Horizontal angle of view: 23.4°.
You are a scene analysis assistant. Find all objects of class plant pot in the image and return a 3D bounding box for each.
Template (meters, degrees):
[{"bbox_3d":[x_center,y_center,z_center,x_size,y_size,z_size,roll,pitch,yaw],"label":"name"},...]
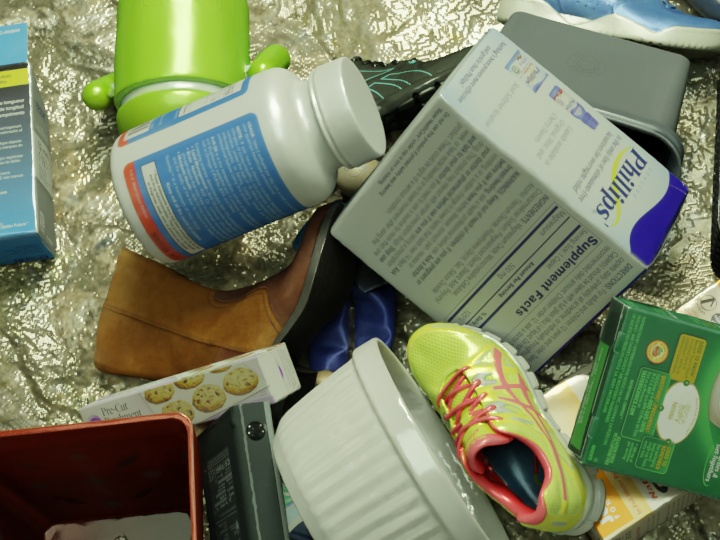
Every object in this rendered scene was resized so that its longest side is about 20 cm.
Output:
[{"bbox_3d":[-0.203,0.235,1.315,0.198,0.176,0.202,-6,71,5],"label":"plant pot"}]

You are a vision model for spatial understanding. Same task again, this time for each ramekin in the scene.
[{"bbox_3d":[0.021,0.160,1.258,0.105,0.200,0.201,-32,70,5],"label":"ramekin"}]

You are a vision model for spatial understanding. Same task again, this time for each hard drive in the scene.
[{"bbox_3d":[-0.084,0.212,1.316,0.033,0.140,0.202,-5,76,-19],"label":"hard drive"}]

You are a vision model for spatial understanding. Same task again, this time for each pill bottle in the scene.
[{"bbox_3d":[-0.085,-0.090,1.360,0.198,0.112,0.113,-21,69,16],"label":"pill bottle"}]

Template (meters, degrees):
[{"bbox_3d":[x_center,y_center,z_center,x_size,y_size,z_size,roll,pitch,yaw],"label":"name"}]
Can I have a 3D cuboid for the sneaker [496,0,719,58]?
[{"bbox_3d":[0.220,-0.246,1.465,0.198,0.077,0.112,12,91,18],"label":"sneaker"}]

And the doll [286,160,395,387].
[{"bbox_3d":[0.000,0.000,1.433,0.135,0.048,0.202,-6,71,19],"label":"doll"}]

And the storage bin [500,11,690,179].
[{"bbox_3d":[0.174,-0.118,1.416,0.198,0.146,0.135,18,47,13],"label":"storage bin"}]

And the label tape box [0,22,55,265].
[{"bbox_3d":[-0.343,-0.103,1.508,0.142,0.066,0.202,-8,68,4],"label":"label tape box"}]

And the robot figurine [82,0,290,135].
[{"bbox_3d":[-0.151,-0.173,1.476,0.174,0.116,0.202,-6,71,12],"label":"robot figurine"}]

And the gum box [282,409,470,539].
[{"bbox_3d":[0.010,0.226,1.359,0.168,0.045,0.202,-14,71,3],"label":"gum box"}]

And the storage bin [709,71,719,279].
[{"bbox_3d":[0.354,-0.093,1.395,0.134,0.094,0.202,3,71,9],"label":"storage bin"}]

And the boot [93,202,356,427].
[{"bbox_3d":[-0.111,0.017,1.419,0.198,0.068,0.190,17,93,28],"label":"boot"}]

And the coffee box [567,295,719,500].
[{"bbox_3d":[0.262,0.103,1.269,0.198,0.044,0.124,14,98,-11],"label":"coffee box"}]

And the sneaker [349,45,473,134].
[{"bbox_3d":[0.017,-0.153,1.470,0.198,0.076,0.080,-24,68,-1],"label":"sneaker"}]

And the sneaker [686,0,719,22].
[{"bbox_3d":[0.299,-0.285,1.477,0.099,0.071,0.200,-39,67,-1],"label":"sneaker"}]

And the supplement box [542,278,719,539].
[{"bbox_3d":[0.237,0.114,1.350,0.199,0.074,0.127,-33,71,-4],"label":"supplement box"}]

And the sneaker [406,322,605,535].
[{"bbox_3d":[0.097,0.114,1.293,0.200,0.090,0.078,47,114,24],"label":"sneaker"}]

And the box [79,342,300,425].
[{"bbox_3d":[-0.136,0.101,1.367,0.199,0.039,0.042,-17,95,35],"label":"box"}]

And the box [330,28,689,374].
[{"bbox_3d":[0.112,-0.045,1.329,0.200,0.184,0.105,40,46,-2],"label":"box"}]
